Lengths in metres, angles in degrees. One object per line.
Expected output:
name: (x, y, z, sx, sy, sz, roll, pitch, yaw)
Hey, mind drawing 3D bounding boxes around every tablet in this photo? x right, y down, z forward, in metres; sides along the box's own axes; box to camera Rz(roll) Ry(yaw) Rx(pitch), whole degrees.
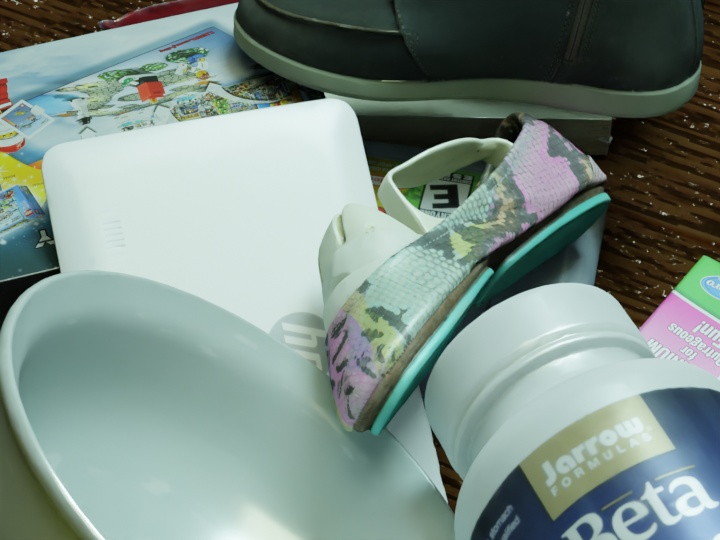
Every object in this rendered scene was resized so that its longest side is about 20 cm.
tablet: (-0.044, 0.035, 0.831, 0.130, 0.014, 0.201, -10, 76, -11)

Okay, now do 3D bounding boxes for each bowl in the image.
bowl: (-0.059, 0.099, 0.730, 0.201, 0.090, 0.201, 34, 22, -15)

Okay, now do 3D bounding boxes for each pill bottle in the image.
pill bottle: (0.098, 0.100, 0.708, 0.111, 0.111, 0.200, -17, 49, -17)

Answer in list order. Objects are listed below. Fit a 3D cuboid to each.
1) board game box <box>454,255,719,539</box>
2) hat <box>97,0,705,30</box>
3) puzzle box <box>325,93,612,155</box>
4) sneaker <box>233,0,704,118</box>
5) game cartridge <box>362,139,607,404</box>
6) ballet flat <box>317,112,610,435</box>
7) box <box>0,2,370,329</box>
board game box: (0.143, 0.097, 0.818, 0.153, 0.040, 0.200, 28, 52, 23)
hat: (0.030, -0.108, 0.968, 0.176, 0.166, 0.200, -52, 37, -2)
puzzle box: (0.018, -0.109, 1.022, 0.199, 0.025, 0.133, 2, 46, 0)
sneaker: (0.044, -0.130, 0.883, 0.199, 0.107, 0.075, 5, 34, 10)
game cartridge: (0.000, 0.000, 0.912, 0.199, 0.041, 0.134, 8, 51, 7)
ballet flat: (0.028, -0.007, 0.827, 0.071, 0.069, 0.200, 42, 42, 7)
box: (-0.110, -0.042, 0.901, 0.199, 0.038, 0.137, -13, 48, -11)
